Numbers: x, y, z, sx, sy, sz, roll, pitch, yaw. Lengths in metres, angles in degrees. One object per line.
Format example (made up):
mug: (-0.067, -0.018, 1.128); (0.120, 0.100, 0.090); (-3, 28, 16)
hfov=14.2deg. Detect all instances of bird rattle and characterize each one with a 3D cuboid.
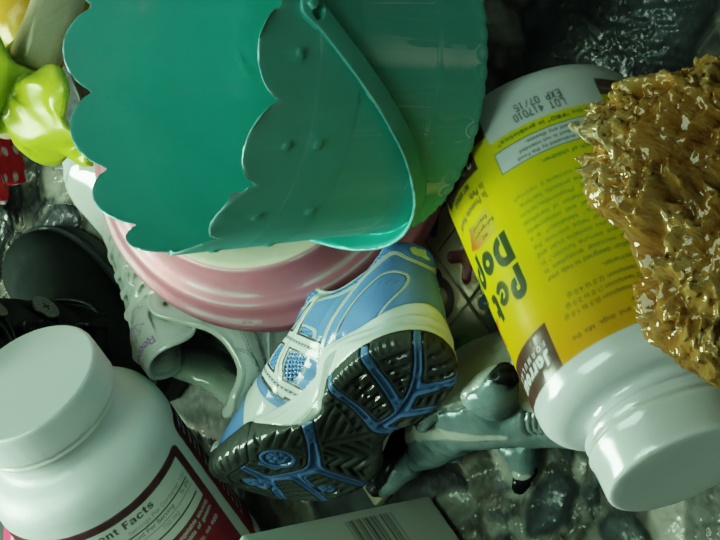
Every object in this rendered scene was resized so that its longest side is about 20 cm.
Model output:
bird rattle: (-0.183, -0.117, 1.615); (0.200, 0.112, 0.164); (167, 127, -84)

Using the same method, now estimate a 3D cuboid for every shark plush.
shark plush: (0.064, 0.087, 1.483); (0.200, 0.091, 0.083); (-35, 104, 34)

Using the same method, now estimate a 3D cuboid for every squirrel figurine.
squirrel figurine: (0.192, -0.052, 1.244); (0.141, 0.199, 0.187); (31, 128, 46)

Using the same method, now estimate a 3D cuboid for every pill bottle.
pill bottle: (-0.134, 0.127, 1.583); (0.113, 0.113, 0.200); (10, 143, 44)
pill bottle: (0.116, 0.009, 1.375); (0.109, 0.109, 0.201); (-45, 55, 38)

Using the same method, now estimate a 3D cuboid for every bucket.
bucket: (-0.041, -0.103, 1.389); (0.207, 0.134, 0.208); (4, 94, 59)

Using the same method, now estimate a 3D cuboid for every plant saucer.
plant saucer: (-0.052, -0.070, 1.526); (0.200, 0.051, 0.201); (-3, 77, 15)

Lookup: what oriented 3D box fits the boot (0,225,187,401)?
boot: (-0.218, 0.029, 1.662); (0.165, 0.200, 0.066); (33, 117, 38)

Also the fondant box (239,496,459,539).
fondant box: (-0.046, 0.212, 1.550); (0.058, 0.144, 0.200); (54, 128, 25)

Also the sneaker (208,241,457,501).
sneaker: (-0.012, 0.058, 1.493); (0.200, 0.076, 0.077); (-39, 39, 44)

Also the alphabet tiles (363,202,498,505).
alphabet tiles: (0.000, 0.000, 1.579); (0.200, 0.008, 0.167); (55, 129, 25)

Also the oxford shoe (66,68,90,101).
oxford shoe: (-0.172, -0.169, 1.697); (0.075, 0.058, 0.201); (-22, 80, 42)

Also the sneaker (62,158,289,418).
sneaker: (-0.103, 0.000, 1.583); (0.200, 0.099, 0.075); (42, 140, 19)

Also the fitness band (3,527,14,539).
fitness band: (-0.181, 0.205, 1.731); (0.144, 0.037, 0.201); (-157, 68, -67)
